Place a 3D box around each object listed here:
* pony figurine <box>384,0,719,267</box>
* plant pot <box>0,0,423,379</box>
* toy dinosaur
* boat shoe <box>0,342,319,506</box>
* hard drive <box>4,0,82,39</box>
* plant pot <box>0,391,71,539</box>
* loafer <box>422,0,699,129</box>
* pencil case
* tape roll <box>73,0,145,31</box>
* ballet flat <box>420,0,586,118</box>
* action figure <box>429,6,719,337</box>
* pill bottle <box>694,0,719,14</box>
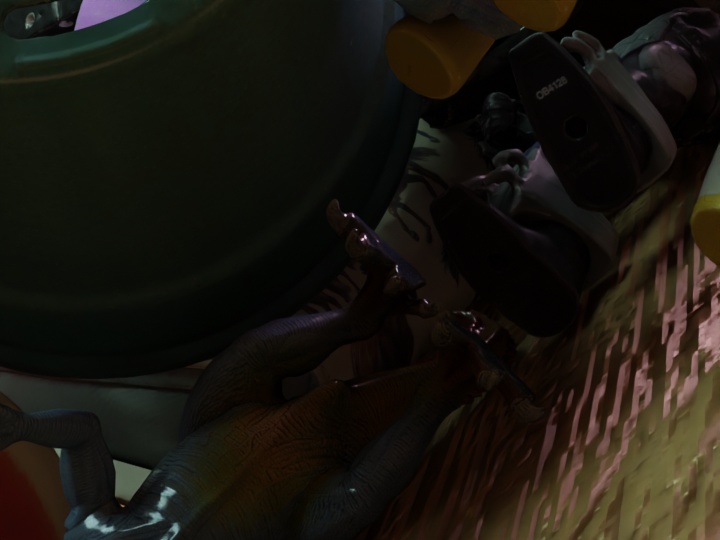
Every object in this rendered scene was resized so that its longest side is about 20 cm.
[{"bbox_3d":[0.099,-0.109,0.569,0.200,0.193,0.167,-42,-33,-27],"label":"pony figurine"},{"bbox_3d":[-0.078,-0.087,0.583,0.200,0.200,0.196,-41,-10,-10],"label":"plant pot"},{"bbox_3d":[-0.034,0.080,0.586,0.182,0.105,0.200,-48,-29,6],"label":"toy dinosaur"},{"bbox_3d":[-0.094,0.036,0.713,0.200,0.073,0.062,17,80,38],"label":"boat shoe"},{"bbox_3d":[-0.039,-0.125,0.933,0.200,0.038,0.140,-24,-27,35],"label":"hard drive"},{"bbox_3d":[-0.183,0.108,0.659,0.177,0.201,0.200,-17,20,46],"label":"plant pot"},{"bbox_3d":[0.035,-0.087,0.795,0.073,0.200,0.072,22,104,61],"label":"loafer"},{"bbox_3d":[0.000,0.000,0.789,0.089,0.078,0.200,-16,19,38],"label":"pencil case"},{"bbox_3d":[-0.085,-0.009,0.874,0.200,0.065,0.201,-174,90,-87],"label":"tape roll"},{"bbox_3d":[-0.008,-0.064,0.704,0.200,0.067,0.057,-37,3,2],"label":"ballet flat"},{"bbox_3d":[0.088,-0.056,0.710,0.130,0.069,0.200,-45,-2,29],"label":"action figure"},{"bbox_3d":[0.183,-0.185,0.869,0.200,0.112,0.112,-39,5,16],"label":"pill bottle"}]
